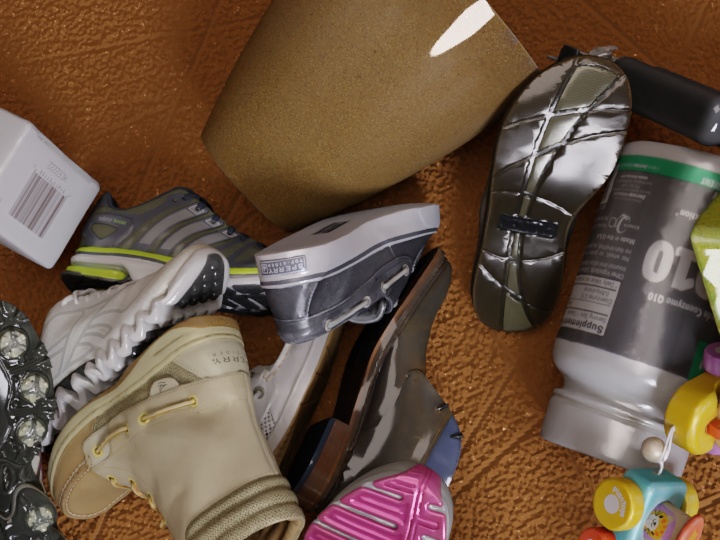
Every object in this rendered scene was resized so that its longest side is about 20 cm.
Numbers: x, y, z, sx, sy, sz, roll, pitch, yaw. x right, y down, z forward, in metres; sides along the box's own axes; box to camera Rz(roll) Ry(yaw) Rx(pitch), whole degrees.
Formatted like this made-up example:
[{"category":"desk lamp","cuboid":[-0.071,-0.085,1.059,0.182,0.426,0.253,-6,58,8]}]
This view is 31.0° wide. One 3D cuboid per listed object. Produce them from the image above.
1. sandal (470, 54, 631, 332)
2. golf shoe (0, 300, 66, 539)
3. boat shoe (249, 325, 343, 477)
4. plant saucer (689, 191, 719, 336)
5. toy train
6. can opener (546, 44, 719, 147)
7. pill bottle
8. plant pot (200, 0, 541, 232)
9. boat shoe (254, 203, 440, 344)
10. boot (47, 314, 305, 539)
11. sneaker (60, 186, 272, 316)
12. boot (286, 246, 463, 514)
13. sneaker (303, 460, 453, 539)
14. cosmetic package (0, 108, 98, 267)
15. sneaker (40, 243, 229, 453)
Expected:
[{"category":"sandal","cuboid":[0.122,-0.053,0.873,0.081,0.055,0.202,10,117,-1]},{"category":"golf shoe","cuboid":[-0.241,0.109,0.842,0.077,0.088,0.202,-10,112,-26]},{"category":"boat shoe","cuboid":[-0.071,0.097,0.879,0.069,0.071,0.201,23,81,10]},{"category":"plant saucer","cuboid":[0.276,0.026,0.771,0.048,0.199,0.202,-10,108,37]},{"category":"toy train","cuboid":[0.220,0.133,0.791,0.200,0.151,0.055,-45,41,-16]},{"category":"can opener","cuboid":[0.187,-0.110,0.866,0.052,0.200,0.067,9,103,-28]},{"category":"pill bottle","cuboid":[0.192,0.028,0.844,0.112,0.113,0.202,18,87,9]},{"category":"plant pot","cuboid":[-0.006,-0.126,0.887,0.200,0.186,0.187,-43,76,8]},{"category":"boat shoe","cuboid":[0.000,0.000,0.850,0.071,0.200,0.069,-6,100,26]},{"category":"boot","cuboid":[-0.120,0.145,0.820,0.200,0.072,0.156,-43,58,29]},{"category":"sneaker","cuboid":[-0.109,-0.018,0.912,0.198,0.074,0.082,5,73,5]},{"category":"boot","cuboid":[0.034,0.089,0.885,0.096,0.075,0.201,32,76,-10]},{"category":"sneaker","cuboid":[0.002,0.182,0.806,0.081,0.088,0.201,33,125,4]},{"category":"cosmetic package","cuboid":[-0.292,-0.085,0.901,0.199,0.101,0.072,25,79,24]},{"category":"sneaker","cuboid":[-0.167,0.039,0.865,0.200,0.075,0.081,-41,72,26]}]
